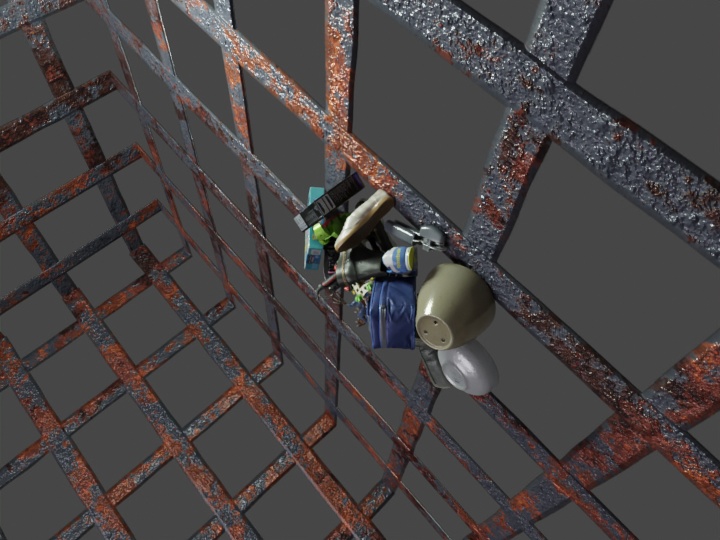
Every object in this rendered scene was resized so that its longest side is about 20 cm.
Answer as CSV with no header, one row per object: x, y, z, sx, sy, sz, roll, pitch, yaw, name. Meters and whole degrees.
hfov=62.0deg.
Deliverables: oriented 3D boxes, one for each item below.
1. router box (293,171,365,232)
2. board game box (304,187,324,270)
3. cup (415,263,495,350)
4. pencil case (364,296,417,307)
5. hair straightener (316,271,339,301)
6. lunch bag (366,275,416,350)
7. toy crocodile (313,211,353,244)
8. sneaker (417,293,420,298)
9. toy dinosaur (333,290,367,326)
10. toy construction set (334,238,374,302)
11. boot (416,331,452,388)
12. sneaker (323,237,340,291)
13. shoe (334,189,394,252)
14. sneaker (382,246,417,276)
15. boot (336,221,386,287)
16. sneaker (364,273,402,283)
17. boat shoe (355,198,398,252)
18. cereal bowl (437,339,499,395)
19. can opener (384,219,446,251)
-0.090,-0.188,1.671,0.053,0.156,0.199,54,158,-7,router box
-0.144,-0.127,1.847,0.152,0.045,0.206,113,158,-64,board game box
0.210,0.108,1.447,0.196,0.143,0.205,21,132,25,cup
0.090,0.101,1.806,0.078,0.090,0.198,45,164,-31,pencil case
-0.054,0.032,1.807,0.077,0.199,0.041,44,-171,-37,hair straightener
0.078,0.101,1.536,0.202,0.128,0.140,-80,-11,-60,lunch bag
-0.073,-0.128,1.687,0.066,0.200,0.063,-26,99,35,toy crocodile
0.186,0.092,1.636,0.198,0.075,0.117,-2,121,58,sneaker
0.009,0.092,2.021,0.193,0.107,0.185,12,134,1,toy dinosaur
0.000,0.000,1.715,0.129,0.091,0.206,-22,83,42,toy construction set
0.200,0.264,1.868,0.180,0.072,0.202,17,144,58,boot
-0.089,-0.042,1.848,0.099,0.068,0.207,62,-154,-74,sneaker
0.003,-0.128,1.553,0.054,0.199,0.070,49,-173,26,shoe
0.107,-0.025,1.539,0.200,0.079,0.077,33,-126,-76,sneaker
0.014,-0.052,1.601,0.134,0.205,0.078,-11,146,22,boot
0.061,0.018,1.795,0.078,0.076,0.197,20,167,-36,sneaker
0.040,-0.101,1.662,0.204,0.060,0.071,58,156,-10,boat shoe
0.287,0.270,1.672,0.199,0.083,0.203,41,153,26,cereal bowl
0.141,-0.099,1.505,0.198,0.052,0.069,32,117,43,can opener
